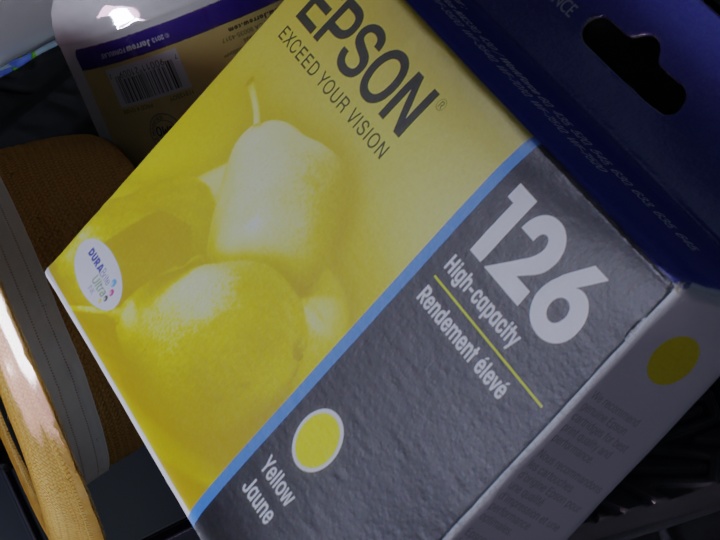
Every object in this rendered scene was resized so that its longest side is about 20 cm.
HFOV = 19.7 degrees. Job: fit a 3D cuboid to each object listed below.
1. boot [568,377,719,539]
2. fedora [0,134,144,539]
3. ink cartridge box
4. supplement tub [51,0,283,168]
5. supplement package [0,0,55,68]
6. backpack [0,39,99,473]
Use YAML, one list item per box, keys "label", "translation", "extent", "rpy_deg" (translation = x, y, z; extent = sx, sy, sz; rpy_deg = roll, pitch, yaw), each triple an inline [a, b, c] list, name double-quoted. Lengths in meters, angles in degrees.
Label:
- label: "boot"
  translation: [0.070, 0.113, 0.664]
  extent: [0.200, 0.164, 0.066]
  rpy_deg: [67, -163, -51]
- label: "fedora"
  translation: [-0.109, 0.011, 0.772]
  extent: [0.201, 0.082, 0.201]
  rpy_deg: [158, 90, -77]
- label: "ink cartridge box"
  translation: [0.017, -0.010, 0.581]
  extent: [0.047, 0.200, 0.198]
  rpy_deg: [31, -166, -41]
- label: "supplement tub"
  translation: [-0.021, -0.044, 0.820]
  extent: [0.201, 0.145, 0.145]
  rpy_deg: [67, 169, -15]
- label: "supplement package"
  translation: [-0.138, -0.192, 0.898]
  extent: [0.151, 0.199, 0.152]
  rpy_deg: [63, 169, 8]
- label: "backpack"
  translation: [-0.125, -0.026, 0.932]
  extent: [0.163, 0.200, 0.154]
  rpy_deg: [48, -178, 16]
